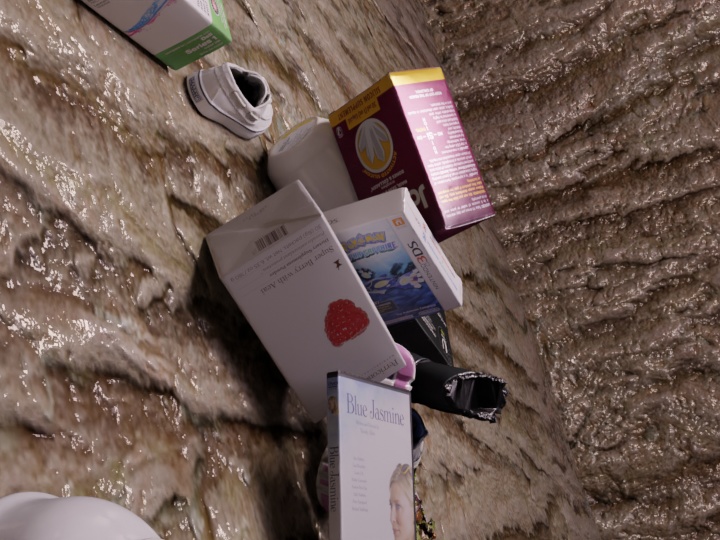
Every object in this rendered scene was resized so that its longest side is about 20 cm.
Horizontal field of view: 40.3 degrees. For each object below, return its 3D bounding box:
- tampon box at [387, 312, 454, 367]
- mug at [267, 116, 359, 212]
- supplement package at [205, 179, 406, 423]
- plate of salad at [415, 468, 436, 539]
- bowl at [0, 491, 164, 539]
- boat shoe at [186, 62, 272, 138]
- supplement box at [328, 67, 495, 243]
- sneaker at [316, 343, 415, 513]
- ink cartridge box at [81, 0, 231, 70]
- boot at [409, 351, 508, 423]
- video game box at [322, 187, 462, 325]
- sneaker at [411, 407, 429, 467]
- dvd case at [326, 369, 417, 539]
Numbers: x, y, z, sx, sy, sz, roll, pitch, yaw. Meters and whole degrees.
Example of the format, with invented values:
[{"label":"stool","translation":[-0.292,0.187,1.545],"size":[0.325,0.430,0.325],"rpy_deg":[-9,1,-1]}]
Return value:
[{"label":"tampon box","translation":[0.037,0.045,1.378],"size":[0.150,0.125,0.202],"rpy_deg":[52,24,-46]},{"label":"mug","translation":[-0.052,-0.122,1.318],"size":[0.154,0.149,0.186],"rpy_deg":[52,-6,-24]},{"label":"supplement package","translation":[-0.057,0.032,1.033],"size":[0.201,0.120,0.120],"rpy_deg":[60,-3,-28]},{"label":"plate of salad","translation":[0.067,0.332,1.265],"size":[0.200,0.048,0.202],"rpy_deg":[-21,90,-75]},{"label":"bowl","translation":[-0.152,0.220,0.588],"size":[0.201,0.089,0.203],"rpy_deg":[-20,90,-75]},{"label":"boat shoe","translation":[-0.141,-0.211,1.214],"size":[0.074,0.065,0.200],"rpy_deg":[69,16,2]},{"label":"supplement box","translation":[0.061,-0.132,1.223],"size":[0.103,0.130,0.202],"rpy_deg":[-17,84,-43]},{"label":"sneaker","translation":[0.005,0.183,1.113],"size":[0.089,0.080,0.202],"rpy_deg":[121,-11,-69]},{"label":"ink cartridge box","translation":[-0.229,-0.325,1.027],"size":[0.200,0.083,0.146],"rpy_deg":[32,40,-65]},{"label":"boot","translation":[0.072,0.137,1.213],"size":[0.197,0.162,0.074],"rpy_deg":[16,87,-33]},{"label":"video game box","translation":[0.000,0.000,1.174],"size":[0.183,0.198,0.047],"rpy_deg":[55,28,-40]},{"label":"sneaker","translation":[0.056,0.211,1.249],"size":[0.077,0.086,0.200],"rpy_deg":[38,18,5]},{"label":"dvd case","translation":[0.014,0.210,0.979],"size":[0.142,0.017,0.203],"rpy_deg":[22,61,-53]}]
